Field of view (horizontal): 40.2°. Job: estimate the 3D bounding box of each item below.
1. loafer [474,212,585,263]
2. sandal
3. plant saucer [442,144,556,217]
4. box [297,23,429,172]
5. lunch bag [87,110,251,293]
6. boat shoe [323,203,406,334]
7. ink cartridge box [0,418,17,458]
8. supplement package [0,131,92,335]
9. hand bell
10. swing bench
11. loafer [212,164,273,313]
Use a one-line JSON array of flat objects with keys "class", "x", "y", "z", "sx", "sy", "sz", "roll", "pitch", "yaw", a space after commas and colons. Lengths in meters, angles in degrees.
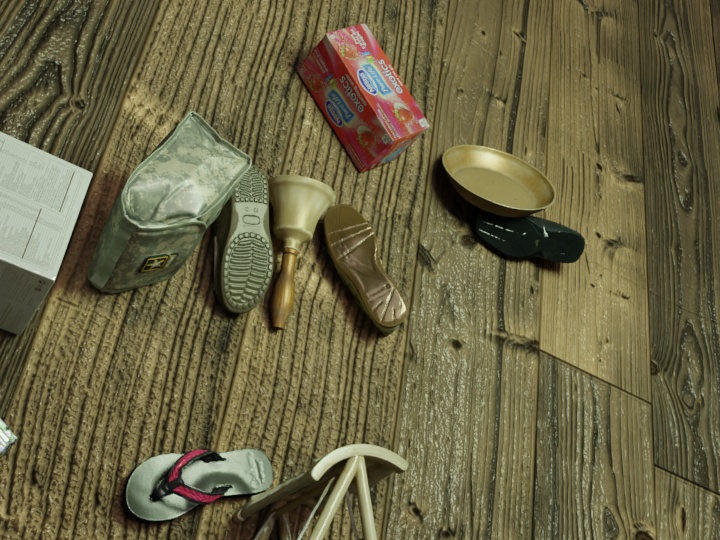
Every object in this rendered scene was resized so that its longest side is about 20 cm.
[{"class": "loafer", "x": 0.275, "y": -0.060, "z": 1.647, "sx": 0.198, "sy": 0.074, "sz": 0.072, "roll": 15, "pitch": 18, "yaw": -20}, {"class": "sandal", "x": -0.184, "y": 0.241, "z": 1.153, "sx": 0.198, "sy": 0.045, "sz": 0.076, "roll": -5, "pitch": 68, "yaw": -37}, {"class": "plant saucer", "x": 0.224, "y": -0.142, "z": 1.625, "sx": 0.198, "sy": 0.036, "sz": 0.201, "roll": 13, "pitch": 33, "yaw": -9}, {"class": "box", "x": 0.004, "y": -0.269, "z": 1.539, "sx": 0.095, "sy": 0.100, "sz": 0.201, "roll": -26, "pitch": 82, "yaw": -41}, {"class": "lunch bag", "x": -0.244, "y": -0.068, "z": 1.206, "sx": 0.117, "sy": 0.164, "sz": 0.201, "roll": 39, "pitch": 49, "yaw": -6}, {"class": "boat shoe", "x": 0.000, "y": 0.000, "z": 1.419, "sx": 0.073, "sy": 0.063, "sz": 0.202, "roll": -20, "pitch": 73, "yaw": -14}, {"class": "ink cartridge box", "x": -0.457, "y": 0.195, "z": 0.981, "sx": 0.109, "sy": 0.050, "sz": 0.200, "roll": 49, "pitch": 47, "yaw": -2}, {"class": "supplement package", "x": -0.427, "y": -0.055, "z": 1.077, "sx": 0.198, "sy": 0.152, "sz": 0.152, "roll": 24, "pitch": 53, "yaw": -22}, {"class": "hand bell", "x": -0.099, "y": -0.017, "z": 1.350, "sx": 0.103, "sy": 0.104, "sz": 0.202, "roll": 19, "pitch": 68, "yaw": -25}, {"class": "swing bench", "x": -0.060, "y": 0.307, "z": 1.100, "sx": 0.129, "sy": 0.199, "sz": 0.202, "roll": 24, "pitch": 53, "yaw": -22}, {"class": "loafer", "x": -0.159, "y": -0.039, "z": 1.320, "sx": 0.075, "sy": 0.067, "sz": 0.203, "roll": 12, "pitch": 74, "yaw": -26}]
